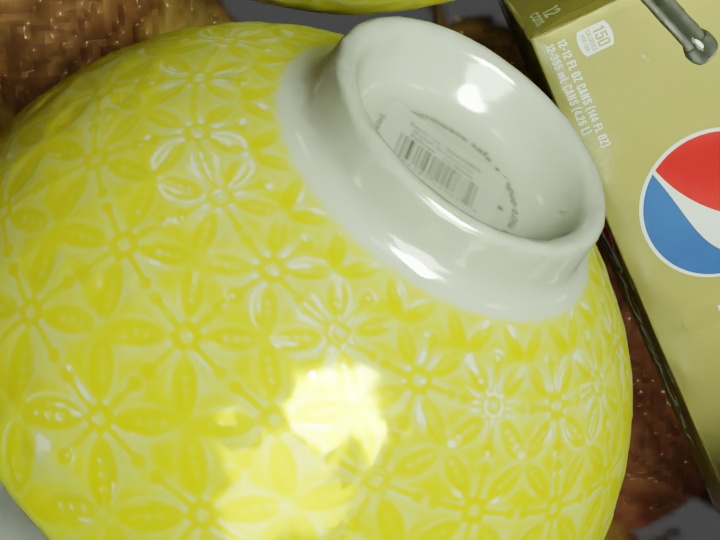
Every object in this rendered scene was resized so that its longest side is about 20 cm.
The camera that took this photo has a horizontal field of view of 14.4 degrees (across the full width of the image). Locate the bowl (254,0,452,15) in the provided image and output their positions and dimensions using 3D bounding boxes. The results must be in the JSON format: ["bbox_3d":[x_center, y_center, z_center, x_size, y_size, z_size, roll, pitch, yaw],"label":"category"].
[{"bbox_3d":[0.005,-0.149,0.743,0.199,0.108,0.201,-3,114,-7],"label":"bowl"}]

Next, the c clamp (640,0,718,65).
[{"bbox_3d":[0.090,-0.171,0.674,0.171,0.027,0.200,36,106,-26],"label":"c clamp"}]

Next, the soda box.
[{"bbox_3d":[0.107,-0.006,0.842,0.064,0.068,0.200,-25,115,2],"label":"soda box"}]

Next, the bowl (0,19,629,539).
[{"bbox_3d":[0.000,0.000,0.736,0.200,0.200,0.108,26,125,-18],"label":"bowl"}]

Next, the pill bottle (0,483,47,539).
[{"bbox_3d":[-0.113,0.098,0.828,0.114,0.114,0.200,25,107,-18],"label":"pill bottle"}]
